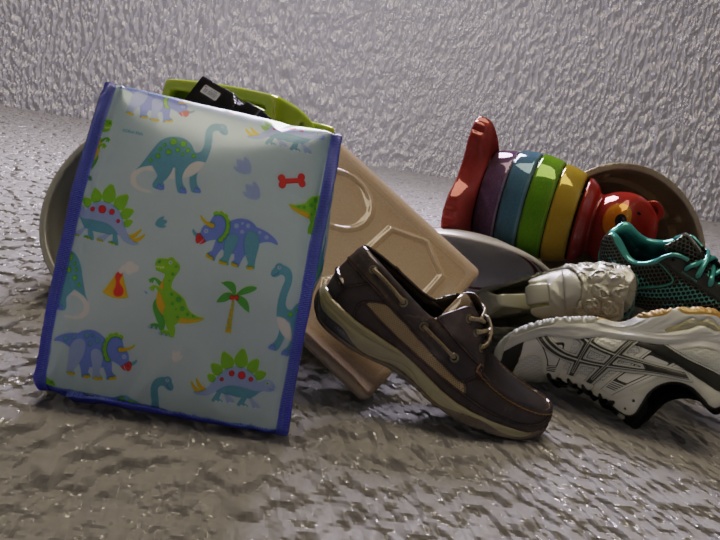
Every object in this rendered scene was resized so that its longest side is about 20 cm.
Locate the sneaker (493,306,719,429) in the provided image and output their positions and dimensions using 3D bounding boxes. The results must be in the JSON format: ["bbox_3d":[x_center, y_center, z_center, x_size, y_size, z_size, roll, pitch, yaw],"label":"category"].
[{"bbox_3d":[0.202,0.085,0.723,0.198,0.089,0.075,-9,-22,30],"label":"sneaker"}]

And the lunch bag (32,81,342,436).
[{"bbox_3d":[-0.111,0.000,0.596,0.168,0.203,0.128,10,-22,-2],"label":"lunch bag"}]

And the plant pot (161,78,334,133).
[{"bbox_3d":[-0.154,-0.132,1.184,0.198,0.202,0.181,16,6,30],"label":"plant pot"}]

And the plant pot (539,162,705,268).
[{"bbox_3d":[0.268,-0.019,1.044,0.198,0.203,0.183,8,1,-10],"label":"plant pot"}]

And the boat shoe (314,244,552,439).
[{"bbox_3d":[0.063,0.052,0.643,0.199,0.074,0.075,31,15,-7],"label":"boat shoe"}]

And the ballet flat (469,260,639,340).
[{"bbox_3d":[0.160,0.033,0.817,0.071,0.073,0.199,2,-12,-34],"label":"ballet flat"}]

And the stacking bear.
[{"bbox_3d":[0.195,-0.058,0.878,0.198,0.123,0.114,18,-9,16],"label":"stacking bear"}]

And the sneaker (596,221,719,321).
[{"bbox_3d":[0.287,0.014,0.761,0.198,0.092,0.077,17,38,36],"label":"sneaker"}]

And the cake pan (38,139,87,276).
[{"bbox_3d":[-0.184,-0.046,0.789,0.198,0.203,0.037,12,-22,11],"label":"cake pan"}]

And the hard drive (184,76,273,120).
[{"bbox_3d":[-0.077,-0.107,0.898,0.200,0.038,0.139,40,-2,-42],"label":"hard drive"}]

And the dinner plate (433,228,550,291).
[{"bbox_3d":[0.106,-0.006,0.903,0.197,0.025,0.200,13,-19,4],"label":"dinner plate"}]

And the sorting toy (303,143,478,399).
[{"bbox_3d":[-0.014,-0.008,0.737,0.185,0.037,0.200,43,47,6],"label":"sorting toy"}]
